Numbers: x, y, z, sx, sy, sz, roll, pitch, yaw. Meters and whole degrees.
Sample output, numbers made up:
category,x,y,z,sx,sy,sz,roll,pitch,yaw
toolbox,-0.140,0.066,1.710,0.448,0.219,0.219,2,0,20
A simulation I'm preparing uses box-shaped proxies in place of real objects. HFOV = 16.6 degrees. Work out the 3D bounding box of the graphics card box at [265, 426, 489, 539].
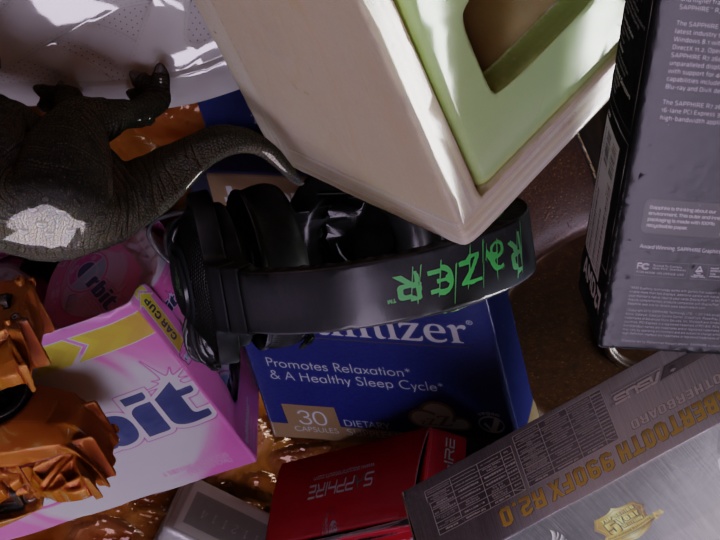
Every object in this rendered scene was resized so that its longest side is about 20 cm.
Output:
category,x,y,z,sx,sy,sz,roll,pitch,yaw
graphics card box,0.072,0.125,1.132,0.200,0.051,0.125,20,158,-28

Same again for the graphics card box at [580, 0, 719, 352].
category,x,y,z,sx,sy,sz,roll,pitch,yaw
graphics card box,0.152,-0.067,0.841,0.125,0.051,0.200,2,116,-7

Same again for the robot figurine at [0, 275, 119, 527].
category,x,y,z,sx,sy,sz,roll,pitch,yaw
robot figurine,-0.210,0.067,1.009,0.200,0.058,0.145,-14,132,12

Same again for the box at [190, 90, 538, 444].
category,x,y,z,sx,sy,sz,roll,pitch,yaw
box,0.000,0.000,1.040,0.121,0.032,0.200,3,135,20

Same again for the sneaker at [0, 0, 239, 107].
category,x,y,z,sx,sy,sz,roll,pitch,yaw
sneaker,-0.108,-0.121,0.908,0.200,0.074,0.116,-8,138,8

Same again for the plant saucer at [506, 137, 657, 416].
category,x,y,z,sx,sy,sz,roll,pitch,yaw
plant saucer,0.130,0.017,1.084,0.200,0.035,0.201,0,135,0

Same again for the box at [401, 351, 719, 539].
category,x,y,z,sx,sy,sz,roll,pitch,yaw
box,0.141,0.098,1.011,0.200,0.048,0.158,-30,137,12

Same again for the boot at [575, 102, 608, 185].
category,x,y,z,sx,sy,sz,roll,pitch,yaw
boot,0.136,-0.009,0.972,0.075,0.097,0.200,-29,113,7

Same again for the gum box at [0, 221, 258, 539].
category,x,y,z,sx,sy,sz,roll,pitch,yaw
gum box,-0.148,0.053,1.088,0.200,0.066,0.114,-19,134,17

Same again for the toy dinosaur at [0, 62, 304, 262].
category,x,y,z,sx,sy,sz,roll,pitch,yaw
toy dinosaur,-0.125,-0.039,0.879,0.200,0.102,0.077,21,139,-9

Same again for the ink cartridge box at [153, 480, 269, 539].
category,x,y,z,sx,sy,sz,roll,pitch,yaw
ink cartridge box,-0.029,0.210,1.228,0.200,0.045,0.176,26,131,-1

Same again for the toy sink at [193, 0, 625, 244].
category,x,y,z,sx,sy,sz,roll,pitch,yaw
toy sink,0.015,-0.130,0.835,0.130,0.112,0.200,-45,136,-20

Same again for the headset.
category,x,y,z,sx,sy,sz,roll,pitch,yaw
headset,-0.018,0.006,0.944,0.123,0.200,0.094,-17,106,-33
